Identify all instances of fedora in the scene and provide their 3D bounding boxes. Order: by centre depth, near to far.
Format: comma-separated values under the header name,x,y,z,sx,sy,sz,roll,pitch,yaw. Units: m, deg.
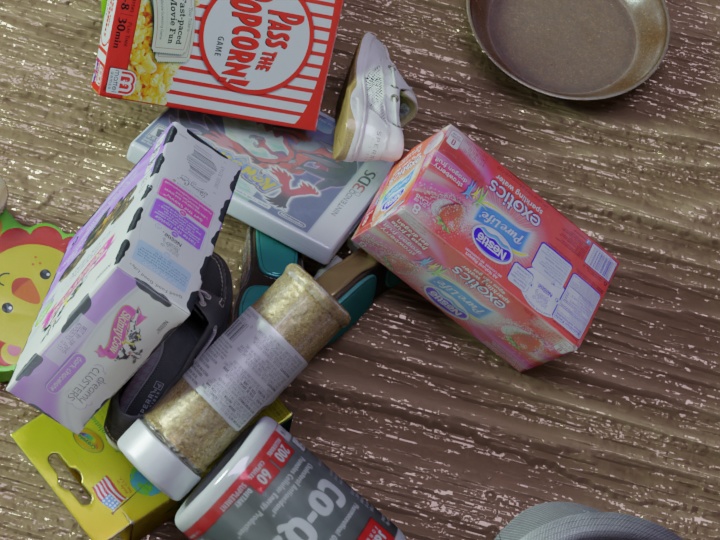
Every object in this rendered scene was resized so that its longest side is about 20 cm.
name,x,y,z,sx,sy,sz,roll,pitch,yaw
fedora,0.178,0.252,1.599,0.200,0.177,0.090,17,23,-22

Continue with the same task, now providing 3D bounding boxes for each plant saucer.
name,x,y,z,sx,sy,sz,roll,pitch,yaw
plant saucer,0.197,-0.238,1.929,0.200,0.037,0.200,4,61,-8

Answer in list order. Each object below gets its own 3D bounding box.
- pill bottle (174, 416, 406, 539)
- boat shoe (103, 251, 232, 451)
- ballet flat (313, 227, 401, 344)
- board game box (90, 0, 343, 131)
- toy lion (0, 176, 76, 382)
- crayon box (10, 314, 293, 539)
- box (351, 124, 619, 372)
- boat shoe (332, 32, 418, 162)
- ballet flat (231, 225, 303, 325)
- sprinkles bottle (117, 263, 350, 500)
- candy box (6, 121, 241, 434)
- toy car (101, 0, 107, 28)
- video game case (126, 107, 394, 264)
name,x,y,z,sx,sy,sz,roll,pitch,yaw
pill bottle,-0.036,0.219,1.566,0.200,0.114,0.114,41,61,-4
boat shoe,-0.152,0.057,1.632,0.067,0.057,0.200,20,59,4
ballet flat,0.000,0.000,1.750,0.063,0.069,0.200,38,52,23
board game box,-0.122,-0.213,1.745,0.200,0.046,0.152,7,104,-19
toy lion,-0.315,0.025,1.686,0.200,0.069,0.192,-37,80,-25
crayon box,-0.172,0.135,1.646,0.200,0.051,0.127,-32,70,-24
box,0.108,-0.016,1.715,0.200,0.095,0.103,37,59,-15
boat shoe,0.017,-0.149,1.802,0.069,0.071,0.200,15,33,-6
ballet flat,-0.076,0.032,1.688,0.068,0.067,0.200,13,37,-5
sprinkles bottle,-0.098,0.086,1.557,0.068,0.068,0.200,43,86,15
candy box,-0.185,0.004,1.580,0.072,0.168,0.200,35,35,-16
toy car,-0.149,-0.287,1.791,0.164,0.200,0.158,-1,44,-8
video game case,-0.080,-0.101,1.774,0.200,0.023,0.182,28,37,7
